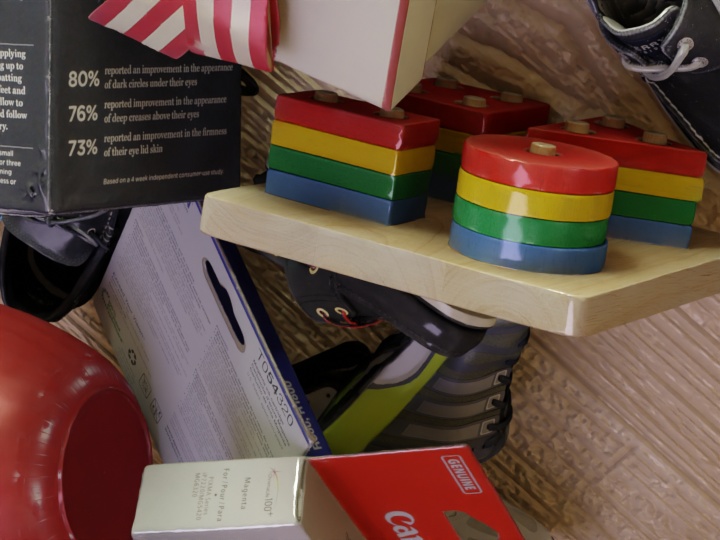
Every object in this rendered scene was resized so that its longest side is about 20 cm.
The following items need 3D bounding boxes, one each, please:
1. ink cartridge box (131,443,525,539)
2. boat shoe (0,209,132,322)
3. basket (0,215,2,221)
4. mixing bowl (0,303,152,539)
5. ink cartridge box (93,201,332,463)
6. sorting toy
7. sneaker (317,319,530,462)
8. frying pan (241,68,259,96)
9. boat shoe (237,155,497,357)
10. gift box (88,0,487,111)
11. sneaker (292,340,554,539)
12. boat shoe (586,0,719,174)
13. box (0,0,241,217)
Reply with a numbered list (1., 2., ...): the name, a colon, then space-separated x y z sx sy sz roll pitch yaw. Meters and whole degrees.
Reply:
1. ink cartridge box: -0.001 0.159 1.182 0.173 0.044 0.200 -5 147 19
2. boat shoe: -0.166 -0.036 1.288 0.075 0.062 0.200 36 140 8
3. basket: -0.278 -0.050 1.290 0.139 0.176 0.200 42 156 2
4. mixing bowl: -0.187 0.110 1.266 0.108 0.200 0.201 -1 122 26
5. ink cartridge box: -0.076 0.049 1.233 0.197 0.043 0.200 64 151 20
6. sorting toy: 0.064 -0.039 1.055 0.198 0.200 0.070 16 105 29
7. sneaker: 0.059 0.052 1.194 0.081 0.074 0.200 41 123 -9
8. frying pan: -0.141 -0.157 1.212 0.189 0.031 0.115 8 128 27
9. boat shoe: 0.002 0.001 1.148 0.201 0.074 0.063 37 106 51
10. gift box: -0.027 -0.194 0.998 0.200 0.187 0.185 20 131 20
11. sneaker: 0.018 0.111 1.272 0.200 0.076 0.116 18 132 26
12. boat shoe: 0.140 -0.116 1.025 0.072 0.068 0.200 -9 117 39
13. box: -0.139 -0.131 1.102 0.104 0.148 0.201 5 97 34
